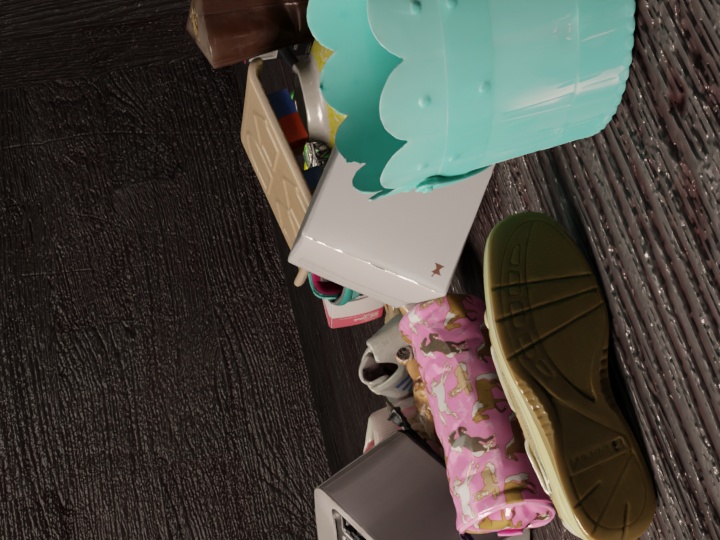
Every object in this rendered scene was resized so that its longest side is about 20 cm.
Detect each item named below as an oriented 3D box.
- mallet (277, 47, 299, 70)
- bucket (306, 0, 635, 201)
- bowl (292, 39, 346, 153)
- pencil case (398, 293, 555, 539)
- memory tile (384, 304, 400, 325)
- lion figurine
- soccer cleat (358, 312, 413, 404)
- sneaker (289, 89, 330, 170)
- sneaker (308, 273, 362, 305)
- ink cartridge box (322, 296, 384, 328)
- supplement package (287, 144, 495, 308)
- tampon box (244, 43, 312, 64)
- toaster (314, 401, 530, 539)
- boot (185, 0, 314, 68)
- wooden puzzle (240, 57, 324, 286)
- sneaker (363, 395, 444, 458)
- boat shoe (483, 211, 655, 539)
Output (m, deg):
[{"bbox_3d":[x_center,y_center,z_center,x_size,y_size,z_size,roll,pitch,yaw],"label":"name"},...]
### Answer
[{"bbox_3d":[-0.065,-0.243,1.280,0.200,0.041,0.066,54,-162,-42],"label":"mallet"},{"bbox_3d":[0.049,-0.148,0.538,0.207,0.135,0.208,170,90,-81],"label":"bucket"},{"bbox_3d":[-0.008,-0.175,0.982,0.200,0.107,0.201,168,90,-81],"label":"bowl"},{"bbox_3d":[0.092,0.115,0.802,0.086,0.083,0.200,-38,54,35],"label":"pencil case"},{"bbox_3d":[0.056,0.127,1.273,0.153,0.017,0.200,-112,13,-52],"label":"memory tile"},{"bbox_3d":[0.067,0.069,0.984,0.123,0.072,0.200,60,-154,-56],"label":"lion figurine"},{"bbox_3d":[0.032,0.112,1.116,0.070,0.086,0.200,53,159,26],"label":"soccer cleat"},{"bbox_3d":[-0.050,-0.178,1.423,0.085,0.078,0.200,-128,18,-57],"label":"sneaker"},{"bbox_3d":[0.000,0.000,1.114,0.200,0.121,0.084,108,150,-74],"label":"sneaker"},{"bbox_3d":[-0.018,-0.026,1.330,0.200,0.083,0.147,99,159,-68],"label":"ink cartridge box"},{"bbox_3d":[0.018,-0.046,0.817,0.200,0.117,0.117,152,141,-81],"label":"supplement package"},{"bbox_3d":[-0.107,-0.394,1.283,0.150,0.126,0.200,138,121,-80],"label":"tampon box"},{"bbox_3d":[0.053,0.262,0.913,0.200,0.119,0.181,35,141,41],"label":"toaster"},{"bbox_3d":[-0.095,-0.319,1.046,0.064,0.200,0.187,155,103,-81],"label":"boot"},{"bbox_3d":[-0.072,-0.097,1.013,0.185,0.046,0.200,129,122,-75],"label":"wooden puzzle"},{"bbox_3d":[0.056,0.239,1.127,0.075,0.104,0.201,-131,30,-70],"label":"sneaker"},{"bbox_3d":[0.117,0.065,0.598,0.063,0.073,0.201,133,118,-74],"label":"boat shoe"}]
